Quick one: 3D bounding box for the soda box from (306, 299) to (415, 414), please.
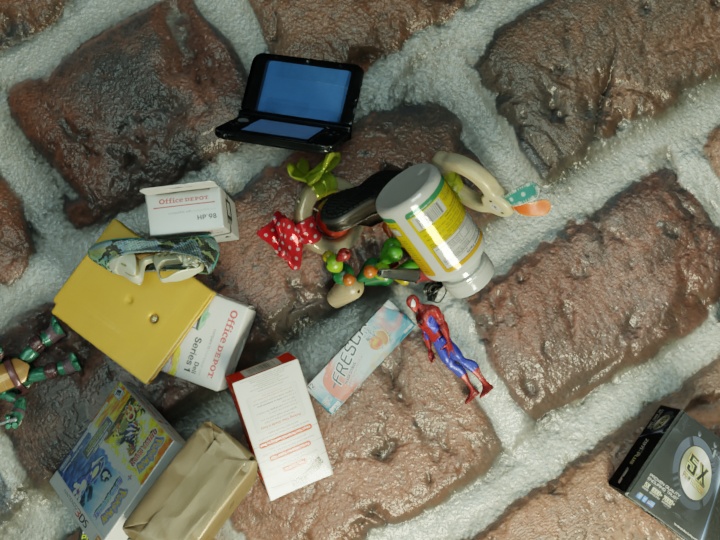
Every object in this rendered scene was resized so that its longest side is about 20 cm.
[{"bbox_3d":[-0.001,0.139,1.277,0.064,0.068,0.200,43,88,2],"label":"soda box"}]

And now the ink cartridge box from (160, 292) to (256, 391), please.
[{"bbox_3d":[-0.288,0.094,1.269,0.199,0.084,0.146,20,85,1],"label":"ink cartridge box"}]

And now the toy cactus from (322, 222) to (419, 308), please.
[{"bbox_3d":[0.000,0.000,1.257,0.165,0.199,0.103,-40,72,36],"label":"toy cactus"}]

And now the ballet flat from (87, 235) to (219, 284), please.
[{"bbox_3d":[-0.311,-0.013,1.168,0.199,0.074,0.075,-6,86,2],"label":"ballet flat"}]

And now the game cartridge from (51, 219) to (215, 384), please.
[{"bbox_3d":[-0.355,0.047,1.218,0.200,0.032,0.177,36,86,6],"label":"game cartridge"}]

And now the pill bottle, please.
[{"bbox_3d":[0.121,-0.056,1.201,0.113,0.113,0.200,-41,115,-3],"label":"pill bottle"}]

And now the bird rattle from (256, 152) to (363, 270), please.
[{"bbox_3d":[-0.062,-0.090,1.270,0.162,0.112,0.201,23,74,-29],"label":"bird rattle"}]

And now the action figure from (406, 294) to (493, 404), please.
[{"bbox_3d":[0.137,0.124,1.283,0.052,0.065,0.201,-31,86,-33],"label":"action figure"}]

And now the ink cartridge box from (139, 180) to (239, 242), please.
[{"bbox_3d":[-0.263,-0.084,1.224,0.115,0.200,0.067,-7,86,-1],"label":"ink cartridge box"}]

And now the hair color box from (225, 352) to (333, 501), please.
[{"bbox_3d":[-0.128,0.244,1.239,0.110,0.064,0.201,-19,100,-17],"label":"hair color box"}]

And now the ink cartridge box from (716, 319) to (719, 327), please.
[{"bbox_3d":[0.716,0.076,1.253,0.200,0.147,0.145,-39,88,-3],"label":"ink cartridge box"}]

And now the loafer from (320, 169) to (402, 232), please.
[{"bbox_3d":[0.014,-0.099,1.250,0.073,0.200,0.072,11,121,37],"label":"loafer"}]

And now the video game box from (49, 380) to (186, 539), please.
[{"bbox_3d":[-0.380,0.304,1.225,0.182,0.047,0.201,31,85,38],"label":"video game box"}]

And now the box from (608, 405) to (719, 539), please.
[{"bbox_3d":[0.535,0.344,1.262,0.200,0.086,0.164,37,86,2],"label":"box"}]

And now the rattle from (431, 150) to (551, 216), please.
[{"bbox_3d":[0.177,-0.096,1.242,0.200,0.131,0.143,33,60,23],"label":"rattle"}]

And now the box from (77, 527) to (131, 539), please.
[{"bbox_3d":[-0.362,0.492,1.261,0.199,0.044,0.161,10,85,0],"label":"box"}]

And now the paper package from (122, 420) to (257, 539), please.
[{"bbox_3d":[-0.247,0.342,1.173,0.103,0.200,0.191,36,69,6],"label":"paper package"}]

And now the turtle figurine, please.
[{"bbox_3d":[-0.559,0.165,1.255,0.199,0.101,0.150,-29,102,-18],"label":"turtle figurine"}]

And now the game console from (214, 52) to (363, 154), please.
[{"bbox_3d":[-0.113,-0.274,1.268,0.199,0.176,0.117,10,114,13],"label":"game console"}]

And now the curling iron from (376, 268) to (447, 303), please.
[{"bbox_3d":[0.087,0.018,1.235,0.025,0.200,0.050,18,91,34],"label":"curling iron"}]
